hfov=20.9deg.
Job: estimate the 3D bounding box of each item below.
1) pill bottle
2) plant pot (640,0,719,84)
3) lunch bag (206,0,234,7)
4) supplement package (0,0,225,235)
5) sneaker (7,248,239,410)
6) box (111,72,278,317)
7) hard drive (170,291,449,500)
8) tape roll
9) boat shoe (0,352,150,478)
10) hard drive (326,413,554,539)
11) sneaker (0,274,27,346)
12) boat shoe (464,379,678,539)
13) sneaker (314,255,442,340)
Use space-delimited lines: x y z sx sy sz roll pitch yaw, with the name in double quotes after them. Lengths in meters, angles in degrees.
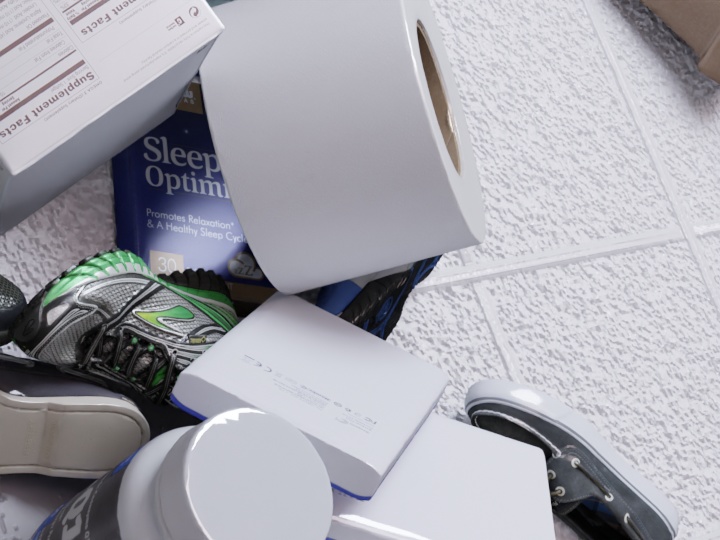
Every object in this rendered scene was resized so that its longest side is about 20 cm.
-0.107 0.157 1.128 0.114 0.200 0.114 17 57 -28 "pill bottle"
0.303 -0.281 1.700 0.175 0.200 0.200 30 50 2 "plant pot"
-0.078 -0.236 1.421 0.200 0.122 0.170 12 57 -39 "lunch bag"
-0.190 -0.121 1.199 0.156 0.200 0.111 -37 90 -17 "supplement package"
-0.135 0.041 1.225 0.200 0.078 0.085 6 47 -53 "sneaker"
-0.115 -0.068 1.367 0.121 0.032 0.200 9 60 -32 "box"
-0.026 0.073 1.222 0.132 0.025 0.200 27 18 7 "hard drive"
-0.010 -0.096 1.296 0.203 0.139 0.203 -16 90 -80 "tape roll"
-0.230 0.084 1.198 0.200 0.073 0.063 12 17 -25 "boat shoe"
0.030 0.138 1.270 0.200 0.025 0.132 19 35 -15 "hard drive"
-0.274 -0.031 1.171 0.199 0.114 0.076 31 22 -19 "sneaker"
0.153 0.153 1.419 0.200 0.069 0.057 38 50 -17 "boat shoe"
0.000 0.000 1.399 0.077 0.076 0.200 28 50 12 "sneaker"
